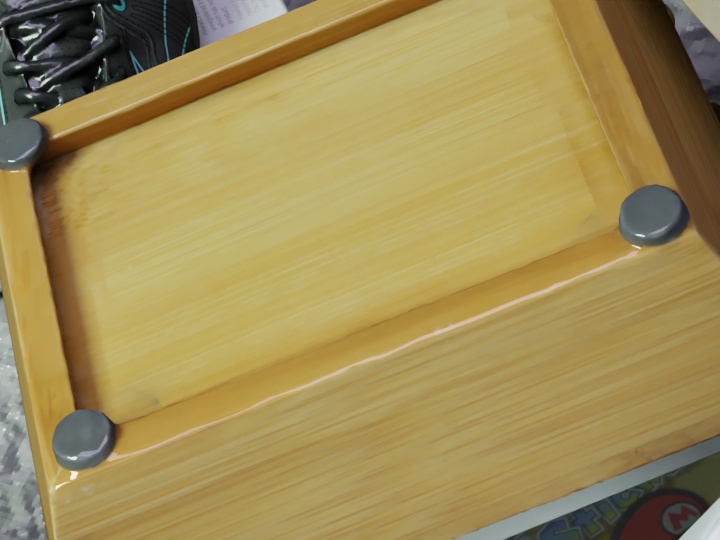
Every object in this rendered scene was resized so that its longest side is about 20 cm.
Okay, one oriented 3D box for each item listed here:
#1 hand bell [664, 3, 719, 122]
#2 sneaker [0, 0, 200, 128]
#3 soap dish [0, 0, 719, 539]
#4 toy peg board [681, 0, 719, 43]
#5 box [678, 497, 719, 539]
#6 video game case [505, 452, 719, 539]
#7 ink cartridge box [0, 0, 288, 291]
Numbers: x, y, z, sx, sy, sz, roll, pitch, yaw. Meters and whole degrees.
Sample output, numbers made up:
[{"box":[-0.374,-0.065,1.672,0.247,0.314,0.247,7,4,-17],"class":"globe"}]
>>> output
[{"box":[0.107,-0.036,0.838,0.200,0.104,0.104,31,63,4],"class":"hand bell"},{"box":[-0.076,-0.045,0.875,0.075,0.079,0.200,-21,90,-2],"class":"sneaker"},{"box":[0.000,0.000,0.733,0.200,0.081,0.158,-22,46,5],"class":"soap dish"},{"box":[0.151,-0.093,0.798,0.098,0.200,0.199,-47,38,12],"class":"toy peg board"},{"box":[0.092,0.191,0.624,0.200,0.131,0.199,37,70,6],"class":"box"},{"box":[0.116,0.084,0.818,0.200,0.023,0.182,-27,50,-5],"class":"video game case"},{"box":[-0.124,-0.060,0.972,0.200,0.068,0.116,-24,50,-3],"class":"ink cartridge box"}]
